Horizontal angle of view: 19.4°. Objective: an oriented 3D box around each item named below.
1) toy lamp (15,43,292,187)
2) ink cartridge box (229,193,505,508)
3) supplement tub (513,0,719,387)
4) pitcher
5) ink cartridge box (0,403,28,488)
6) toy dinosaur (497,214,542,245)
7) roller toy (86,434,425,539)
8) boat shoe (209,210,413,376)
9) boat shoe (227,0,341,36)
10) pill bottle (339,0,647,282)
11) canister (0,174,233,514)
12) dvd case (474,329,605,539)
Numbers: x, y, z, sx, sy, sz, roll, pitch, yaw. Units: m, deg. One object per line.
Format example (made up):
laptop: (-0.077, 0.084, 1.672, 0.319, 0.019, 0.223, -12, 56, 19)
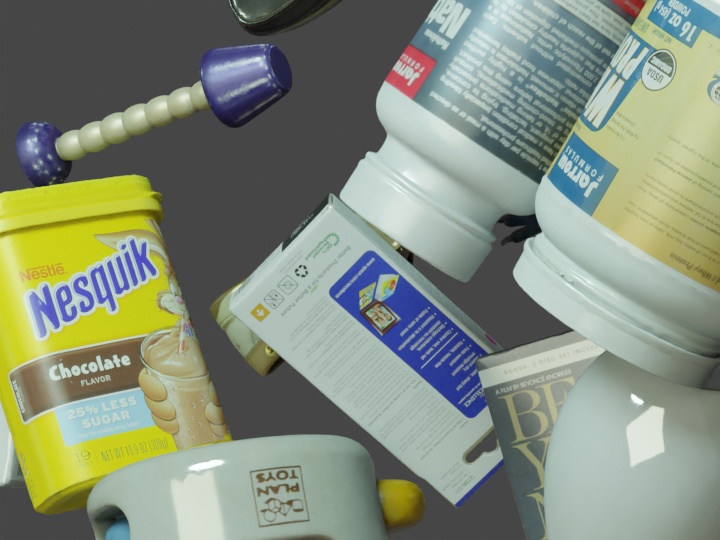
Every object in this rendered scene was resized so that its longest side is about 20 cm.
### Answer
toy lamp: (-0.140, -0.108, 1.449, 0.200, 0.058, 0.058, -16, 76, 24)
ink cartridge box: (0.021, 0.052, 1.327, 0.200, 0.037, 0.095, 42, 103, -11)
supplement tub: (0.183, -0.054, 1.127, 0.145, 0.145, 0.200, 35, 104, 25)
pitcher: (0.183, 0.149, 1.211, 0.171, 0.121, 0.200, 14, 108, -3)
ink cartridge box: (-0.302, 0.047, 1.506, 0.176, 0.045, 0.200, 4, 84, 24)
toy dinosaur: (0.100, -0.090, 1.335, 0.105, 0.200, 0.182, -41, 32, 19)
roller toy: (-0.072, 0.173, 1.306, 0.200, 0.182, 0.140, -15, 76, 22)
boat shoe: (0.000, 0.000, 1.366, 0.200, 0.074, 0.066, -32, 85, 18)
boat shoe: (-0.019, -0.239, 1.400, 0.200, 0.073, 0.075, -44, 68, 13)
pill bottle: (0.079, -0.100, 1.199, 0.120, 0.120, 0.200, 36, 95, 24)
canister: (-0.177, 0.049, 1.396, 0.087, 0.148, 0.200, -39, 67, 52)
dvd case: (0.165, 0.129, 1.275, 0.149, 0.016, 0.200, -17, 86, 20)
